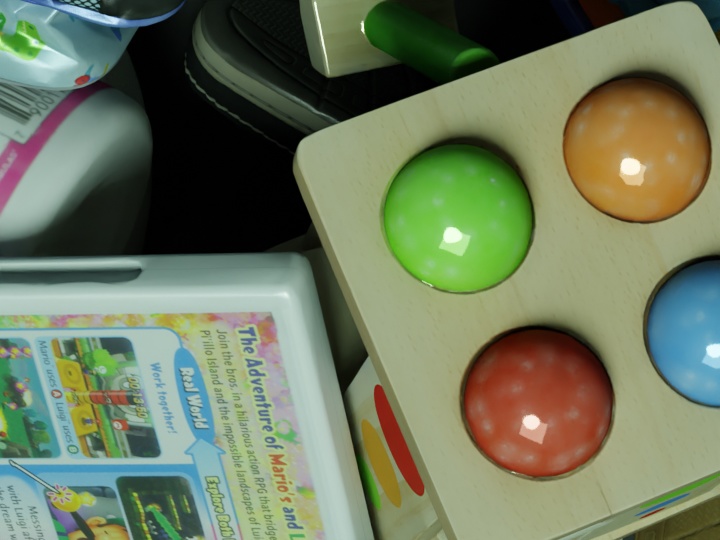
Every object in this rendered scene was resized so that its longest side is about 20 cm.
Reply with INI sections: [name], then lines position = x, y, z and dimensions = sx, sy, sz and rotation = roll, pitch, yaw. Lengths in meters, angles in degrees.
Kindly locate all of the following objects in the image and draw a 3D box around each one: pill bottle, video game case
[pill bottle]
position = -0.177, -0.044, 0.905
dimensions = 0.200, 0.113, 0.113
rotation = 27, 127, 10
[video game case]
position = -0.085, 0.080, 0.867
dimensions = 0.182, 0.024, 0.200
rotation = -1, 126, 16

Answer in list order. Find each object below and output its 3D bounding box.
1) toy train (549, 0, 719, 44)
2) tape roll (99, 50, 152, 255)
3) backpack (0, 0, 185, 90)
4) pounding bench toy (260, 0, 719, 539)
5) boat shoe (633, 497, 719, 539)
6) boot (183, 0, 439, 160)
[toy train]
position = 0.119, -0.057, 0.916
dimensions = 0.085, 0.116, 0.200
rotation = -38, 117, -4
[tape roll]
position = -0.169, -0.036, 0.983
dimensions = 0.202, 0.037, 0.203
rotation = 2, 101, 13
[backpack]
position = -0.125, -0.155, 0.853
dimensions = 0.200, 0.183, 0.147
rotation = 22, 125, -2
[pounding bench toy]
position = 0.039, -0.019, 0.838
dimensions = 0.124, 0.200, 0.156
rotation = -21, 169, -12
[boat shoe]
position = 0.141, 0.128, 1.043
dimensions = 0.069, 0.200, 0.074
rotation = 14, 170, -24
[boot]
position = 0.000, 0.000, 1.017
dimensions = 0.200, 0.073, 0.151
rotation = 26, 125, -20
